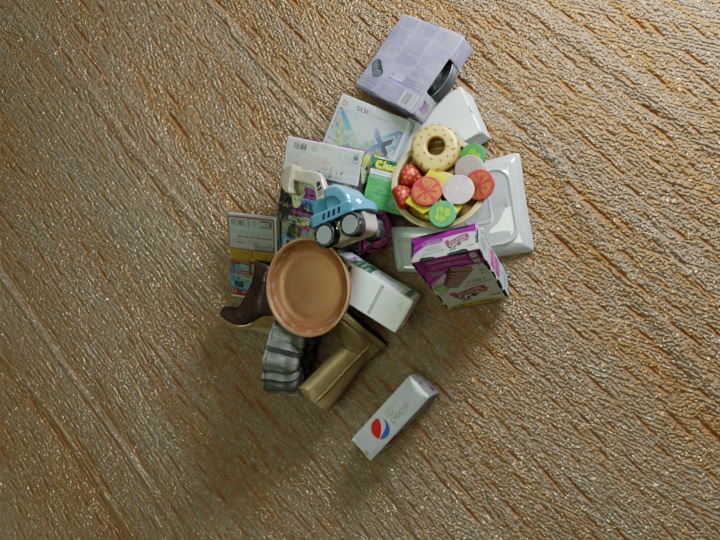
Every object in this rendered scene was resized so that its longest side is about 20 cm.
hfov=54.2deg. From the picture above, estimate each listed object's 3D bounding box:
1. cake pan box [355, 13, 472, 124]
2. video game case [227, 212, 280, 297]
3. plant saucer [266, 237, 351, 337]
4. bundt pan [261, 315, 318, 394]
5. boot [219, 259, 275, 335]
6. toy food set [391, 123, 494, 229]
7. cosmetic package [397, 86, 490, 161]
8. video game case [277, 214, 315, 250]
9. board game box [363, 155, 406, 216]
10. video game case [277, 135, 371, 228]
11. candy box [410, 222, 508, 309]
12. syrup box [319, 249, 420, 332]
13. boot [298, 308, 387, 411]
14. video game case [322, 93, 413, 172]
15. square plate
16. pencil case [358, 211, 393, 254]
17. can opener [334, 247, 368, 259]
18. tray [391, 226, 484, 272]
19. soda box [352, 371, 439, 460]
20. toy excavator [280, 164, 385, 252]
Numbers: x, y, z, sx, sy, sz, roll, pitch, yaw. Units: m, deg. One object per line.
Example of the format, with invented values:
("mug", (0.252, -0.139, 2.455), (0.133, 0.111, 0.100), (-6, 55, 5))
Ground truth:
("cake pan box", (0.109, -0.417, 1.445), (0.199, 0.052, 0.185), (36, 95, 40))
("video game case", (-0.248, -0.030, 1.649), (0.141, 0.017, 0.203), (8, 106, 28))
("plant saucer", (-0.103, 0.034, 1.443), (0.198, 0.037, 0.203), (1, 93, 27))
("bundt pan", (-0.145, 0.177, 1.540), (0.075, 0.202, 0.205), (12, 95, 10))
("boot", (-0.241, 0.056, 1.627), (0.198, 0.072, 0.169), (11, 105, 28))
("toy food set", (0.156, -0.174, 1.355), (0.197, 0.049, 0.201), (34, 81, 22))
("cosmetic package", (0.154, -0.276, 1.454), (0.198, 0.085, 0.109), (-25, 78, 22))
("video game case", (-0.122, -0.092, 1.574), (0.181, 0.024, 0.202), (33, 116, 36))
("board game box", (0.108, -0.158, 1.427), (0.197, 0.023, 0.106), (14, 100, -6))
("video game case", (-0.080, -0.176, 1.476), (0.198, 0.036, 0.184), (16, 104, 30))
("candy box", (0.196, -0.002, 1.371), (0.135, 0.200, 0.062), (-12, 56, 25))
("syrup box", (0.017, 0.038, 1.466), (0.199, 0.079, 0.082), (32, 105, 12))
("boot", (-0.057, 0.188, 1.499), (0.200, 0.175, 0.066), (-46, 30, 4))
("video game case", (-0.004, -0.246, 1.474), (0.181, 0.022, 0.202), (28, 100, 27))
("square plate", (0.243, -0.123, 1.444), (0.196, 0.028, 0.203), (-10, 86, 25))
("pencil case", (0.004, -0.138, 1.523), (0.093, 0.091, 0.202), (-25, 77, 19))
("can opener", (0.000, 0.000, 1.537), (0.078, 0.063, 0.201), (-35, 76, 20))
("tray", (0.160, -0.037, 1.453), (0.197, 0.022, 0.109), (2, 118, 21))
("soda box", (0.074, 0.309, 1.499), (0.064, 0.068, 0.201), (45, 107, 18))
("toy excavator", (-0.061, -0.137, 1.405), (0.193, 0.099, 0.203), (-19, 75, 31))
